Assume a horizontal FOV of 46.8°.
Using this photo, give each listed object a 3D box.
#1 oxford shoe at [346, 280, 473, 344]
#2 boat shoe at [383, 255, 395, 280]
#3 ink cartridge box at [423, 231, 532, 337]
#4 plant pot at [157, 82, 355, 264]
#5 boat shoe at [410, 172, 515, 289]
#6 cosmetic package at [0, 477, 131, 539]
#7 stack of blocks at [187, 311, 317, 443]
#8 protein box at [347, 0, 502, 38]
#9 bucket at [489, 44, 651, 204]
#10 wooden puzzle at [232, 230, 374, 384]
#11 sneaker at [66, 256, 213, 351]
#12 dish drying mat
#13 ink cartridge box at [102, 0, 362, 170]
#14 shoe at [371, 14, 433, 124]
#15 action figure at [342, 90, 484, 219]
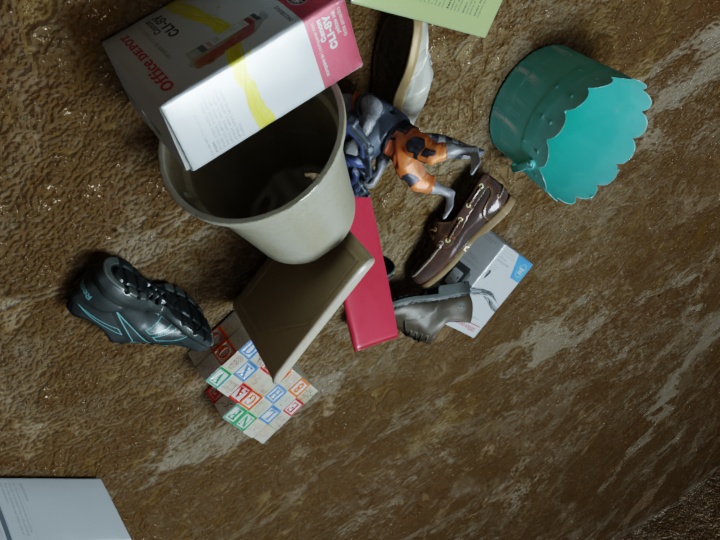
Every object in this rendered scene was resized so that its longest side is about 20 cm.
[{"bbox_3d":[0.079,0.075,1.260,0.198,0.085,0.073,-11,178,-7],"label":"oxford shoe"},{"bbox_3d":[-0.030,0.007,1.139,0.200,0.074,0.063,-2,128,-49],"label":"boat shoe"},{"bbox_3d":[0.178,0.035,1.363,0.201,0.067,0.116,-53,143,9],"label":"ink cartridge box"},{"bbox_3d":[-0.090,-0.103,0.907,0.200,0.201,0.184,-41,154,-4],"label":"plant pot"},{"bbox_3d":[0.138,-0.061,1.243,0.070,0.071,0.200,37,108,-16],"label":"boat shoe"},{"bbox_3d":[-0.438,0.377,1.059,0.199,0.123,0.200,18,111,-48],"label":"cosmetic package"},{"bbox_3d":[-0.156,0.154,1.168,0.115,0.059,0.200,-42,143,-3],"label":"stack of blocks"},{"bbox_3d":[0.062,-0.366,0.826,0.199,0.135,0.200,-2,127,-42],"label":"protein box"},{"bbox_3d":[0.292,-0.211,1.185,0.206,0.135,0.209,-24,138,-24],"label":"bucket"},{"bbox_3d":[-0.071,0.020,1.013,0.037,0.200,0.185,33,101,-33],"label":"wooden puzzle"},{"bbox_3d":[-0.256,0.052,0.985,0.079,0.076,0.200,-37,138,13],"label":"sneaker"},{"bbox_3d":[0.000,0.000,1.106,0.076,0.018,0.202,-14,94,-36],"label":"dish drying mat"},{"bbox_3d":[-0.122,-0.206,0.793,0.199,0.145,0.084,-35,141,-12],"label":"ink cartridge box"},{"bbox_3d":[0.050,-0.229,1.000,0.053,0.070,0.201,-17,143,-28],"label":"shoe"},{"bbox_3d":[0.039,-0.144,0.990,0.105,0.192,0.200,-57,177,-13],"label":"action figure"}]
